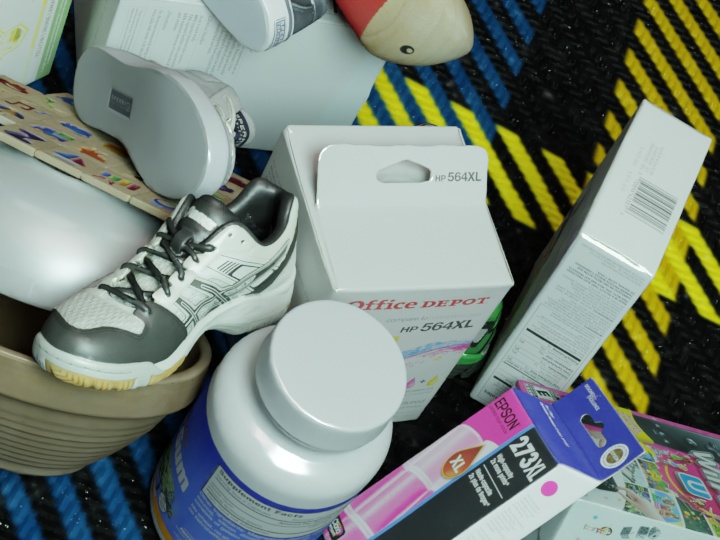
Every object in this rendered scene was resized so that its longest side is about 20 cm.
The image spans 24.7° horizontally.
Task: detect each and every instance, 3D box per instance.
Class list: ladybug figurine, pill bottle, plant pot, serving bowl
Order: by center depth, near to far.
[{"bbox_3d":[-0.048,0.101,0.971,0.111,0.200,0.113,12,54,-17],"label":"pill bottle"},{"bbox_3d":[-0.198,0.058,0.985,0.199,0.093,0.201,21,15,-6],"label":"plant pot"},{"bbox_3d":[-0.182,-0.037,1.034,0.199,0.066,0.200,21,15,-6],"label":"serving bowl"},{"bbox_3d":[0.001,-0.216,1.082,0.072,0.136,0.201,-32,78,4],"label":"ladybug figurine"}]

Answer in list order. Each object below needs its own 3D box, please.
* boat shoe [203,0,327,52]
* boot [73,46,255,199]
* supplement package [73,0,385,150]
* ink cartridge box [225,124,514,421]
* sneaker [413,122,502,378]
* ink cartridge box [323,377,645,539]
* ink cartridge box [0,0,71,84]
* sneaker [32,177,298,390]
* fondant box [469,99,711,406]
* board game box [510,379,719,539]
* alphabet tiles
[{"bbox_3d":[-0.095,-0.236,1.077,0.068,0.072,0.200,-32,78,-33],"label":"boat shoe"},{"bbox_3d":[-0.104,-0.096,1.049,0.095,0.074,0.200,4,21,-34],"label":"boot"},{"bbox_3d":[-0.096,-0.194,1.192,0.198,0.152,0.152,5,56,-20],"label":"supplement package"},{"bbox_3d":[0.000,0.000,1.065,0.128,0.200,0.126,-3,58,-24],"label":"ink cartridge box"},{"bbox_3d":[0.069,-0.028,1.190,0.077,0.085,0.201,2,56,-22],"label":"sneaker"},{"bbox_3d":[0.071,0.136,1.009,0.037,0.199,0.095,55,3,-28],"label":"ink cartridge box"},{"bbox_3d":[-0.282,-0.152,1.087,0.048,0.146,0.200,47,52,10],"label":"ink cartridge box"},{"bbox_3d":[-0.107,0.000,0.924,0.075,0.088,0.200,27,30,23],"label":"sneaker"},{"bbox_3d":[0.157,0.000,1.132,0.058,0.200,0.145,30,50,1],"label":"fondant box"},{"bbox_3d":[0.195,0.155,1.081,0.199,0.065,0.148,18,23,-19],"label":"board game box"},{"bbox_3d":[-0.173,-0.082,1.063,0.199,0.008,0.167,26,15,11],"label":"alphabet tiles"}]
